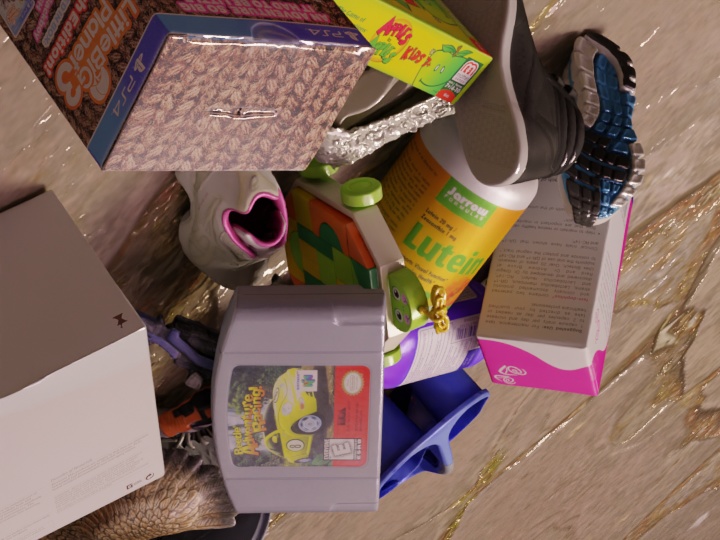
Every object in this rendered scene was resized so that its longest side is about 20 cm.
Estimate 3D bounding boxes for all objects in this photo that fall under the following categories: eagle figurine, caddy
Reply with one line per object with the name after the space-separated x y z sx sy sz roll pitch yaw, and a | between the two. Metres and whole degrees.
-0.205 0.242 1.579 0.199 0.152 0.151 -15 -167 48 | eagle figurine
0.052 0.152 1.752 0.141 0.105 0.200 -40 170 -11 | caddy

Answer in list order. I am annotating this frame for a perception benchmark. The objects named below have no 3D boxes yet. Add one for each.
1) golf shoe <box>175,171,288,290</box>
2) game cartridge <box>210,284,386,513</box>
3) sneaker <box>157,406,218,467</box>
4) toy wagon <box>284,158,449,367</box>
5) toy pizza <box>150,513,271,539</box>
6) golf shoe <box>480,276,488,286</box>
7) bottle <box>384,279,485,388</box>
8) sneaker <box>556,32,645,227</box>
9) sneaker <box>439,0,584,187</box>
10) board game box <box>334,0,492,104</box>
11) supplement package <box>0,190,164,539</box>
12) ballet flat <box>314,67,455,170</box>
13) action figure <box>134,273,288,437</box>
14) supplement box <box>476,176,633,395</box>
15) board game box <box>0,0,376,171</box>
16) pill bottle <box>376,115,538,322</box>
-0.094 -0.031 1.412 0.075 0.092 0.200 -30 151 -14 | golf shoe
-0.048 0.103 1.412 0.132 0.041 0.201 1 121 0 | game cartridge
-0.127 0.132 1.576 0.115 0.075 0.200 19 134 -16 | sneaker
0.000 0.000 1.438 0.039 0.200 0.156 -21 120 -24 | toy wagon
-0.157 0.264 1.659 0.200 0.200 0.032 -38 115 0 | toy pizza
0.154 0.005 1.764 0.199 0.077 0.088 -30 129 -19 | golf shoe
0.032 0.062 1.624 0.199 0.065 0.084 -13 137 -36 | bottle
0.188 -0.103 1.544 0.075 0.201 0.087 23 136 -13 | sneaker
0.114 -0.157 1.388 0.070 0.201 0.099 -15 168 36 | sneaker
0.001 -0.188 1.287 0.048 0.102 0.200 -47 149 17 | board game box
-0.263 0.087 1.332 0.191 0.147 0.200 -26 148 -20 | supplement package
0.043 -0.146 1.413 0.200 0.072 0.072 -34 150 -10 | ballet flat
-0.115 0.079 1.474 0.199 0.105 0.194 31 112 -18 | action figure
0.174 -0.004 1.620 0.103 0.201 0.101 5 153 16 | supplement box
-0.119 -0.160 1.097 0.159 0.200 0.097 -3 135 -44 | board game box
0.077 -0.064 1.529 0.111 0.111 0.200 4 130 -49 | pill bottle
